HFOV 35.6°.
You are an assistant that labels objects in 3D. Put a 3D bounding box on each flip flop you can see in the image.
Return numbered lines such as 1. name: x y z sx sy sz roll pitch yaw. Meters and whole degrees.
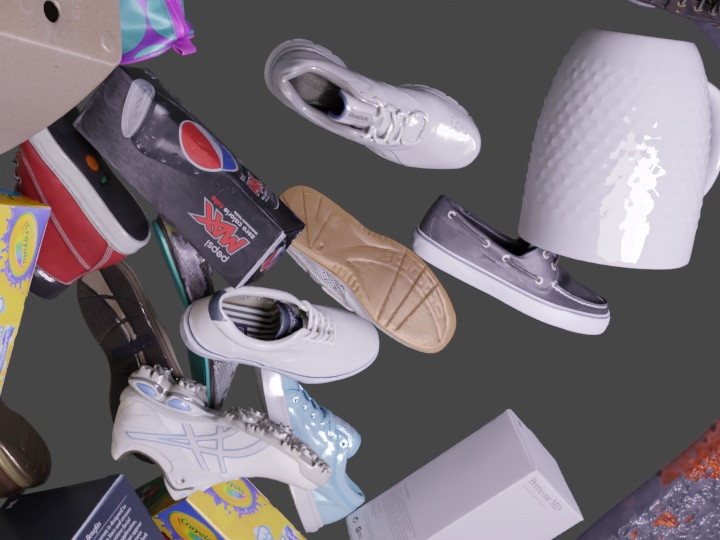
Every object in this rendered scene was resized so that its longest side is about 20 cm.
1. flip flop: -0.205 0.082 1.046 0.080 0.058 0.202 -19 95 12

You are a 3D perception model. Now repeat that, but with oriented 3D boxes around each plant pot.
1. plant pot: -0.279 -0.205 0.790 0.175 0.199 0.203 -8 83 31

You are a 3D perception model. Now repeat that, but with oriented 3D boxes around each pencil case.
1. pencil case: -0.189 -0.270 0.890 0.091 0.085 0.203 3 115 27

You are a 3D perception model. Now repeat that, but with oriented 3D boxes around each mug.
1. mug: 0.237 -0.106 0.943 0.198 0.147 0.178 -2 107 -33

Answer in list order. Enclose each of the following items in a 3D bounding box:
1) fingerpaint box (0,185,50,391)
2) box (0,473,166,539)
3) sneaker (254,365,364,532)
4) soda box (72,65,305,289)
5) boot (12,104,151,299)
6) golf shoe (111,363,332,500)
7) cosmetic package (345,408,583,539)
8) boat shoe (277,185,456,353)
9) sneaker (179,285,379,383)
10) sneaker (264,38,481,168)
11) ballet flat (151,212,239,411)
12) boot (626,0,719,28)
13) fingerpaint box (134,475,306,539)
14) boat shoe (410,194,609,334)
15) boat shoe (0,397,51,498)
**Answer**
1. fingerpaint box: -0.367 0.015 0.943 0.165 0.073 0.203 22 99 24
2. box: -0.239 0.300 1.000 0.147 0.107 0.202 -16 113 30
3. sneaker: -0.045 0.150 1.070 0.081 0.074 0.202 -19 116 -8
4. soda box: -0.143 -0.080 0.941 0.200 0.063 0.071 44 105 5
5. boot: -0.293 -0.076 0.976 0.143 0.073 0.201 -26 103 21
6. golf shoe: -0.124 0.161 0.977 0.198 0.078 0.098 23 87 9
7. cosmetic package: 0.098 0.237 1.078 0.199 0.085 0.108 -36 128 14
8. boat shoe: 0.000 0.000 1.010 0.200 0.069 0.071 41 74 -7
9. sneaker: -0.058 0.057 0.987 0.198 0.071 0.074 6 70 -35
10. sneaker: 0.010 -0.129 0.948 0.198 0.087 0.075 18 108 -9
11. ballet flat: -0.134 0.036 1.022 0.071 0.072 0.203 -10 112 3
12. boot: 0.289 -0.215 0.872 0.197 0.174 0.070 16 110 -7
13. fingerpaint box: -0.137 0.287 1.075 0.166 0.074 0.200 -30 110 33
14. boat shoe: 0.145 -0.010 1.010 0.198 0.070 0.067 26 110 -3
15. boat shoe: -0.374 0.132 1.048 0.067 0.072 0.201 -28 106 15
